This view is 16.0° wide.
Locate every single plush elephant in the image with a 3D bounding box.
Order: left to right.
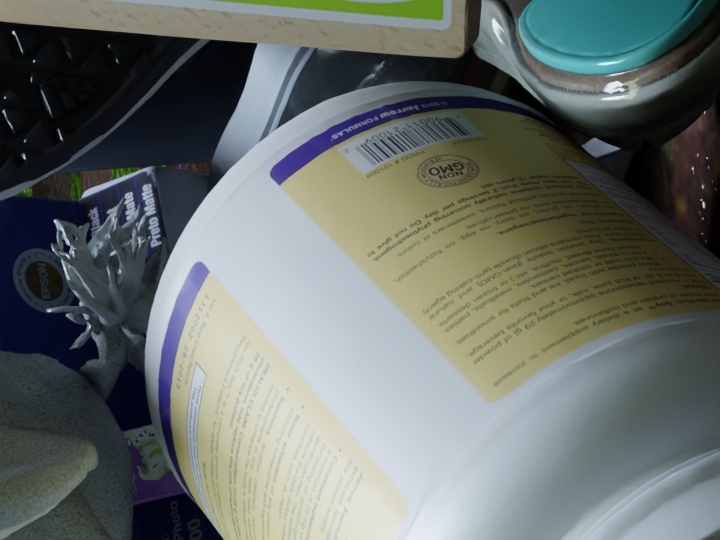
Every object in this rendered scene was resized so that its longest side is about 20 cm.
[{"bbox_3d":[-0.137,0.068,0.703,0.165,0.155,0.200,28,101,38],"label":"plush elephant"}]

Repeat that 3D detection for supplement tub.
[{"bbox_3d":[0.045,0.054,0.639,0.200,0.145,0.146,46,144,50],"label":"supplement tub"}]

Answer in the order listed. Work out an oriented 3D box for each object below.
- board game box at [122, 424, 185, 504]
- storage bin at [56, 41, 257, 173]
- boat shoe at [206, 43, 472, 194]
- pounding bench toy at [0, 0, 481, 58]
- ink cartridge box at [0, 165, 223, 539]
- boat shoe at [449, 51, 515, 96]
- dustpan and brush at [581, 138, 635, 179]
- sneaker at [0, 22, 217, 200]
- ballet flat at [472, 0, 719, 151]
[{"bbox_3d":[-0.024,0.053,0.862,0.120,0.200,0.032,138,119,-76],"label":"board game box"},{"bbox_3d":[-0.092,-0.150,0.897,0.200,0.145,0.134,93,170,-49],"label":"storage bin"},{"bbox_3d":[-0.007,-0.044,0.866,0.057,0.069,0.200,50,161,12],"label":"boat shoe"},{"bbox_3d":[0.022,-0.136,0.644,0.156,0.200,0.124,-52,-35,-63],"label":"pounding bench toy"},{"bbox_3d":[-0.038,0.059,0.966,0.041,0.200,0.200,-34,61,43],"label":"ink cartridge box"},{"bbox_3d":[0.023,-0.140,0.839,0.072,0.067,0.200,-113,19,-50],"label":"boat shoe"},{"bbox_3d":[0.000,0.000,0.842,0.200,0.139,0.057,111,137,-63],"label":"dustpan and brush"},{"bbox_3d":[-0.081,-0.075,0.782,0.072,0.200,0.083,55,164,3],"label":"sneaker"},{"bbox_3d":[0.071,-0.068,0.717,0.064,0.067,0.200,57,179,-24],"label":"ballet flat"}]
